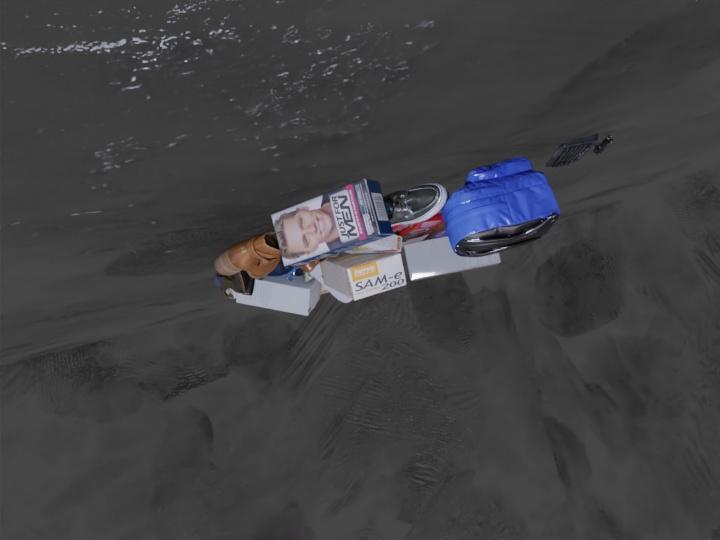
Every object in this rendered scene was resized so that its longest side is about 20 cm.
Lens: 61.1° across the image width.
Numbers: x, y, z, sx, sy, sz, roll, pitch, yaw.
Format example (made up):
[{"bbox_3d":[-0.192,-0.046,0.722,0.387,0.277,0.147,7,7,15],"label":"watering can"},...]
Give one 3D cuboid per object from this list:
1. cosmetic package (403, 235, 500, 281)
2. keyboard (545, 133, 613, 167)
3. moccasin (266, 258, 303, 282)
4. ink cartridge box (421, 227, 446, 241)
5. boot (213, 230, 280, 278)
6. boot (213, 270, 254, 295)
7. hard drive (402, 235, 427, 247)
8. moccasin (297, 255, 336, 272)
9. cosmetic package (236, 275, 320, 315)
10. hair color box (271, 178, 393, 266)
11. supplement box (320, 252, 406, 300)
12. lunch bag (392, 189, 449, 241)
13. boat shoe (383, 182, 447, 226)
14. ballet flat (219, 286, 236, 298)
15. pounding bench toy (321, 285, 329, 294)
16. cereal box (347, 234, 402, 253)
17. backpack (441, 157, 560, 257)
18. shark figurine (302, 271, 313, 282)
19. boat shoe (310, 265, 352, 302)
[{"bbox_3d":[0.198,-0.034,1.346,0.199,0.090,0.107,-14,177,6],"label":"cosmetic package"},{"bbox_3d":[0.461,-0.249,1.268,0.127,0.021,0.200,-16,177,8],"label":"keyboard"},{"bbox_3d":[-0.160,-0.022,1.555,0.200,0.068,0.081,-21,145,-39],"label":"moccasin"},{"bbox_3d":[0.238,-0.124,1.382,0.200,0.043,0.198,-43,-175,-18],"label":"ink cartridge box"},{"bbox_3d":[-0.198,-0.039,1.313,0.154,0.074,0.200,-25,176,31],"label":"boot"},{"bbox_3d":[-0.309,0.013,1.441,0.097,0.075,0.200,8,161,-1],"label":"boot"},{"bbox_3d":[0.100,-0.086,1.549,0.199,0.026,0.132,-5,166,30],"label":"hard drive"},{"bbox_3d":[-0.096,-0.044,1.333,0.074,0.078,0.201,-40,-174,13],"label":"moccasin"},{"bbox_3d":[-0.211,0.046,1.591,0.199,0.081,0.113,8,-157,9],"label":"cosmetic package"},{"bbox_3d":[-0.052,-0.080,1.070,0.200,0.100,0.060,-18,174,27],"label":"hair color box"},{"bbox_3d":[0.000,0.000,1.350,0.126,0.074,0.200,-16,-166,-18],"label":"supplement box"},{"bbox_3d":[0.089,-0.114,1.340,0.176,0.082,0.200,-9,172,-28],"label":"lunch bag"},{"bbox_3d":[0.075,-0.123,1.205,0.200,0.069,0.057,-18,165,33],"label":"boat shoe"},{"bbox_3d":[-0.364,0.043,1.746,0.068,0.073,0.200,-14,175,-27],"label":"ballet flat"},{"bbox_3d":[-0.078,-0.011,1.717,0.199,0.125,0.156,-16,175,9],"label":"pounding bench toy"},{"bbox_3d":[-0.027,-0.067,1.243,0.144,0.040,0.200,0,171,37],"label":"cereal box"},{"bbox_3d":[0.259,-0.118,1.200,0.199,0.168,0.163,-18,160,0],"label":"backpack"},{"bbox_3d":[-0.055,-0.060,1.544,0.214,0.129,0.090,-15,-152,-12],"label":"shark figurine"},{"bbox_3d":[-0.077,-0.014,1.473,0.072,0.200,0.068,-30,-160,41],"label":"boat shoe"}]
